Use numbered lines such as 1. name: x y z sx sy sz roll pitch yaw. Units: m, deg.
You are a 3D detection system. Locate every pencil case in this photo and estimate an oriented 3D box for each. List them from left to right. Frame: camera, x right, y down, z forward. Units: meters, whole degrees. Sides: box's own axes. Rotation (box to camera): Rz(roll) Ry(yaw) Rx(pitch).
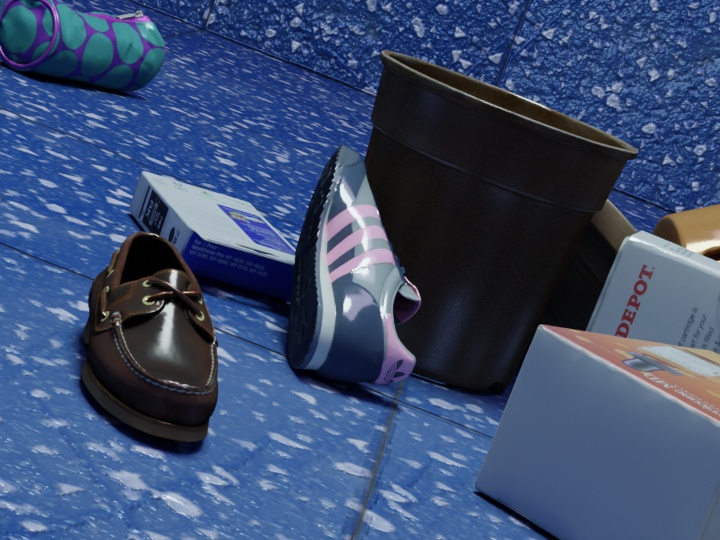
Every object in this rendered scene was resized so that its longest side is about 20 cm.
1. pencil case: -0.302 -0.249 2.068 0.085 0.093 0.200 26 12 28

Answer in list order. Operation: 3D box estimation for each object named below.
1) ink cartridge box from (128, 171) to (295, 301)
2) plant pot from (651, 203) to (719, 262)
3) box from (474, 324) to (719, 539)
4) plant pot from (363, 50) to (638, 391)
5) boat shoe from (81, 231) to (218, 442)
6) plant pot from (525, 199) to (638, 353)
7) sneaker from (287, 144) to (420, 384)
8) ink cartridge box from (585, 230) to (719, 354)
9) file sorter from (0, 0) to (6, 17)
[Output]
1. ink cartridge box: -0.105 -0.022 1.436 0.099 0.039 0.200 17 10 -22
2. plant pot: 0.340 0.020 1.732 0.139 0.202 0.200 3 13 -8
3. box: 0.195 0.116 1.126 0.152 0.107 0.199 29 13 39
4. plant pot: 0.074 -0.031 1.387 0.199 0.200 0.200 20 9 -3
5. boat shoe: -0.116 0.031 1.053 0.070 0.071 0.200 18 12 -21
6. plant pot: 0.158 0.013 1.521 0.201 0.093 0.201 47 -12 14
7. sneaker: 0.000 0.000 1.287 0.081 0.070 0.201 18 45 -13
8. ink cartridge box: 0.256 0.075 1.354 0.199 0.145 0.084 23 9 10
9. file sorter: -0.418 -0.269 1.849 0.138 0.124 0.200 19 11 -8
